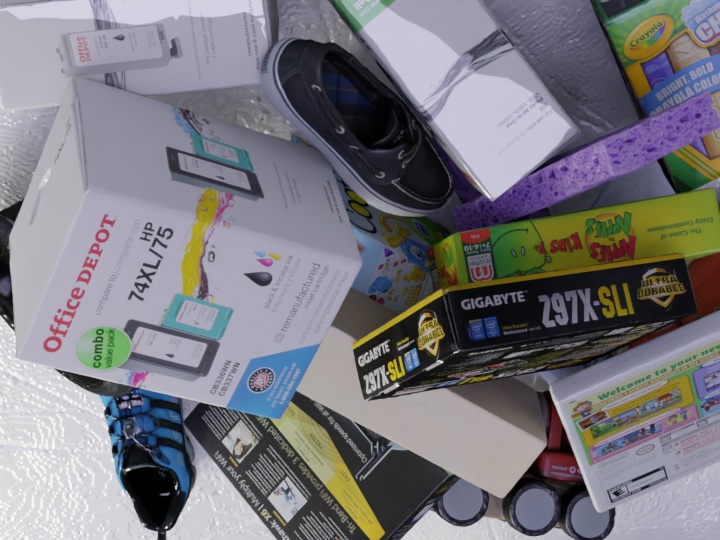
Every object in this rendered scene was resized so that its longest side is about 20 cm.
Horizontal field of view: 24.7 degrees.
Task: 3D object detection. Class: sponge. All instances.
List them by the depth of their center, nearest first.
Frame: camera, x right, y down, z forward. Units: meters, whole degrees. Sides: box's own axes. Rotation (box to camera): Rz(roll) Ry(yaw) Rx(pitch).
[{"bbox_3d":[0.159,-0.074,1.191,0.111,0.199,0.030,-26,92,-30],"label":"sponge"}]

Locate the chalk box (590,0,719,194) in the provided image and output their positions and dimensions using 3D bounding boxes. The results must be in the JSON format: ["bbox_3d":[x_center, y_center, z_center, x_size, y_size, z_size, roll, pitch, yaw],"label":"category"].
[{"bbox_3d":[0.246,-0.185,1.227,0.123,0.125,0.201,-23,117,9],"label":"chalk box"}]

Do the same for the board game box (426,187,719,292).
[{"bbox_3d":[0.157,-0.016,1.217,0.198,0.102,0.048,-10,86,-9],"label":"board game box"}]

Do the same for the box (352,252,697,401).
[{"bbox_3d":[0.115,0.041,1.169,0.198,0.160,0.050,-8,79,-25],"label":"box"}]

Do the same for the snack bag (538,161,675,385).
[{"bbox_3d":[0.217,0.020,1.328,0.188,0.021,0.201,40,80,-31],"label":"snack bag"}]

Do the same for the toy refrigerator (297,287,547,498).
[{"bbox_3d":[0.042,0.093,1.270,0.199,0.076,0.070,28,115,-17],"label":"toy refrigerator"}]

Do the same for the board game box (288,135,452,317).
[{"bbox_3d":[0.000,0.000,1.320,0.199,0.103,0.105,31,114,-17],"label":"board game box"}]

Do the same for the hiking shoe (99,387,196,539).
[{"bbox_3d":[-0.181,0.127,1.385,0.074,0.087,0.202,-15,117,5],"label":"hiking shoe"}]

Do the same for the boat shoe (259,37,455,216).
[{"bbox_3d":[0.010,-0.097,1.170,0.199,0.056,0.069,36,67,-40],"label":"boat shoe"}]

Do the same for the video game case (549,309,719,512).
[{"bbox_3d":[0.258,0.103,1.287,0.198,0.022,0.183,-24,141,3],"label":"video game case"}]

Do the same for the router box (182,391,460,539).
[{"bbox_3d":[-0.031,0.144,1.362,0.157,0.052,0.200,-47,73,19],"label":"router box"}]

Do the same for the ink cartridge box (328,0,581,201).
[{"bbox_3d":[0.060,-0.156,1.190,0.084,0.146,0.201,-38,97,4],"label":"ink cartridge box"}]

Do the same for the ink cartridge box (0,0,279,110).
[{"bbox_3d":[-0.162,-0.188,1.193,0.197,0.147,0.084,-6,117,1],"label":"ink cartridge box"}]

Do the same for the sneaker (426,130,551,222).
[{"bbox_3d":[0.122,-0.050,1.313,0.080,0.084,0.201,-28,114,11],"label":"sneaker"}]

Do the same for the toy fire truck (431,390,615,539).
[{"bbox_3d":[0.144,0.120,1.394,0.174,0.129,0.203,9,89,-11],"label":"toy fire truck"}]

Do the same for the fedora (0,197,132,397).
[{"bbox_3d":[-0.228,0.002,1.297,0.091,0.200,0.202,-41,118,-26],"label":"fedora"}]

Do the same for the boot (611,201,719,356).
[{"bbox_3d":[0.279,0.035,1.294,0.201,0.107,0.075,-53,128,-6],"label":"boot"}]

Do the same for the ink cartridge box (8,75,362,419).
[{"bbox_3d":[-0.128,-0.014,1.142,0.198,0.147,0.148,15,121,-24],"label":"ink cartridge box"}]
